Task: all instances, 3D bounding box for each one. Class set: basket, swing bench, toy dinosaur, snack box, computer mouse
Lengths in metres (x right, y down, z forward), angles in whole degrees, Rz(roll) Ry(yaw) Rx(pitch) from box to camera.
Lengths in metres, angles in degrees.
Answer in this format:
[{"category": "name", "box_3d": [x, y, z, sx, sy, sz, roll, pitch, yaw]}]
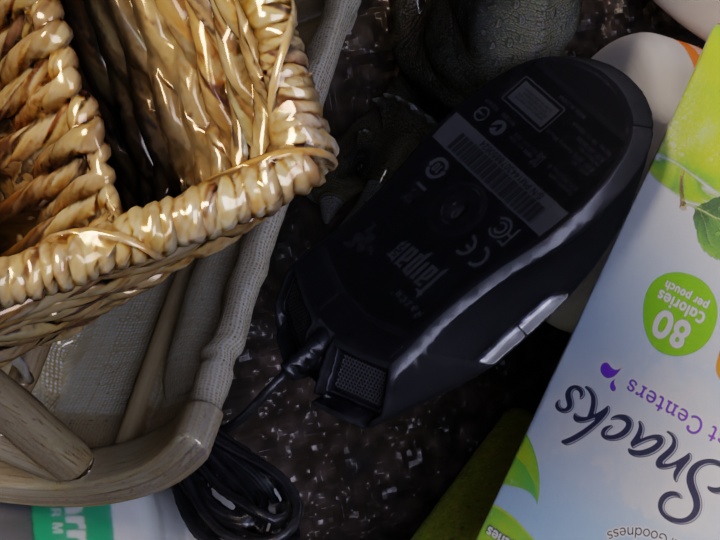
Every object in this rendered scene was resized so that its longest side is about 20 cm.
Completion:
[{"category": "basket", "box_3d": [-0.123, -0.078, 0.697, 0.143, 0.149, 0.200, -13, 81, -37]}, {"category": "swing bench", "box_3d": [-0.121, -0.054, 0.864, 0.200, 0.130, 0.199, 32, 56, -21]}, {"category": "toy dinosaur", "box_3d": [0.046, -0.093, 0.951, 0.077, 0.200, 0.102, 1, 57, -29]}, {"category": "snack box", "box_3d": [0.134, 0.042, 0.880, 0.053, 0.142, 0.200, 13, 104, -53]}, {"category": "computer mouse", "box_3d": [0.000, 0.000, 0.920, 0.200, 0.140, 0.046, -46, 138, -7]}]

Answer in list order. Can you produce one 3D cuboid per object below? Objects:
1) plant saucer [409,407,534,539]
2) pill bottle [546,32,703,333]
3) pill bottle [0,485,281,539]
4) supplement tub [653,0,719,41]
[{"category": "plant saucer", "box_3d": [0.079, 0.175, 0.977, 0.200, 0.048, 0.200, 56, 44, -15]}, {"category": "pill bottle", "box_3d": [0.167, -0.005, 1.011, 0.200, 0.110, 0.110, 17, 90, -19]}, {"category": "pill bottle", "box_3d": [-0.129, 0.106, 0.919, 0.200, 0.113, 0.113, 1, 95, -19]}, {"category": "supplement tub", "box_3d": [0.176, -0.183, 0.979, 0.200, 0.145, 0.146, -37, 105, -12]}]
